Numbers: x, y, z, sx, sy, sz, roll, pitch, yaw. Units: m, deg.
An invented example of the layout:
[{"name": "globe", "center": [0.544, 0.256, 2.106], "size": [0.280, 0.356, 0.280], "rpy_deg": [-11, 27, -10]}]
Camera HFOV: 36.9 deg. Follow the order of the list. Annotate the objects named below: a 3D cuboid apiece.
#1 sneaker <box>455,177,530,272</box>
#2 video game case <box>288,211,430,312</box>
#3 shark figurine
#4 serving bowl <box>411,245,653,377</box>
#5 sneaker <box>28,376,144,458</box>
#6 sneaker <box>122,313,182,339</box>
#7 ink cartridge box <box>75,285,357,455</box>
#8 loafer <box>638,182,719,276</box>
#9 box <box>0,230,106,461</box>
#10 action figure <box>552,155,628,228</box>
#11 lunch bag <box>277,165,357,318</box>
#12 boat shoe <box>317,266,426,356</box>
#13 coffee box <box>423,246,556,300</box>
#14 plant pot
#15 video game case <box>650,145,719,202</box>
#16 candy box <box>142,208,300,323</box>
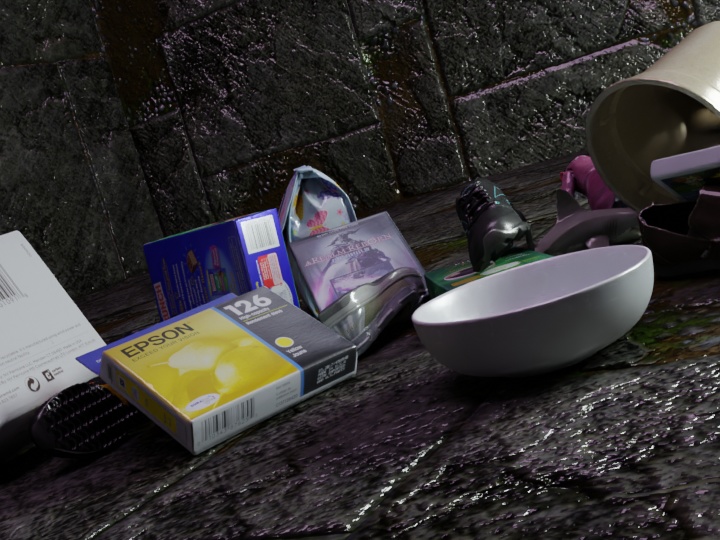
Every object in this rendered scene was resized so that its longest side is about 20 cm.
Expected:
[{"name": "sneaker", "center": [0.131, -0.052, 1.154], "size": [0.075, 0.080, 0.200], "rpy_deg": [-40, 1, 9]}, {"name": "video game case", "center": [0.000, 0.000, 1.366], "size": [0.141, 0.019, 0.201], "rpy_deg": [-18, 37, -9]}, {"name": "shark figurine", "center": [0.243, -0.051, 1.287], "size": [0.213, 0.091, 0.127], "rpy_deg": [-20, 5, -36]}, {"name": "serving bowl", "center": [0.143, 0.040, 0.866], "size": [0.197, 0.067, 0.200], "rpy_deg": [-17, 7, 2]}, {"name": "sneaker", "center": [-0.278, 0.151, 1.097], "size": [0.089, 0.071, 0.200], "rpy_deg": [-31, 0, 25]}, {"name": "sneaker", "center": [-0.173, 0.085, 1.154], "size": [0.070, 0.084, 0.198], "rpy_deg": [-23, -13, 36]}, {"name": "ink cartridge box", "center": [-0.139, 0.076, 1.028], "size": [0.196, 0.048, 0.199], "rpy_deg": [-24, 40, -38]}, {"name": "loafer", "center": [0.329, -0.043, 0.974], "size": [0.199, 0.071, 0.073], "rpy_deg": [-18, 31, 50]}, {"name": "box", "center": [-0.406, 0.090, 1.149], "size": [0.131, 0.201, 0.199], "rpy_deg": [-43, -7, 30]}, {"name": "action figure", "center": [0.318, -0.121, 1.458], "size": [0.133, 0.151, 0.200], "rpy_deg": [-24, 22, -14]}, {"name": "lunch bag", "center": [-0.061, -0.047, 1.531], "size": [0.125, 0.203, 0.170], "rpy_deg": [-17, 7, -6]}, {"name": "boat shoe", "center": [0.023, 0.046, 1.200], "size": [0.074, 0.065, 0.201], "rpy_deg": [-35, -7, 24]}, {"name": "coffee box", "center": [0.143, 0.016, 1.161], "size": [0.121, 0.045, 0.200], "rpy_deg": [-18, 7, -5]}, {"name": "plant pot", "center": [0.390, -0.183, 1.243], "size": [0.199, 0.202, 0.184], "rpy_deg": [-8, 32, 53]}, {"name": "video game case", "center": [0.401, -0.083, 1.002], "size": [0.198, 0.022, 0.181], "rpy_deg": [-11, -24, 41]}, {"name": "candy box", "center": [-0.169, 0.028, 1.321], "size": [0.198, 0.172, 0.077], "rpy_deg": [-10, 5, 44]}]
